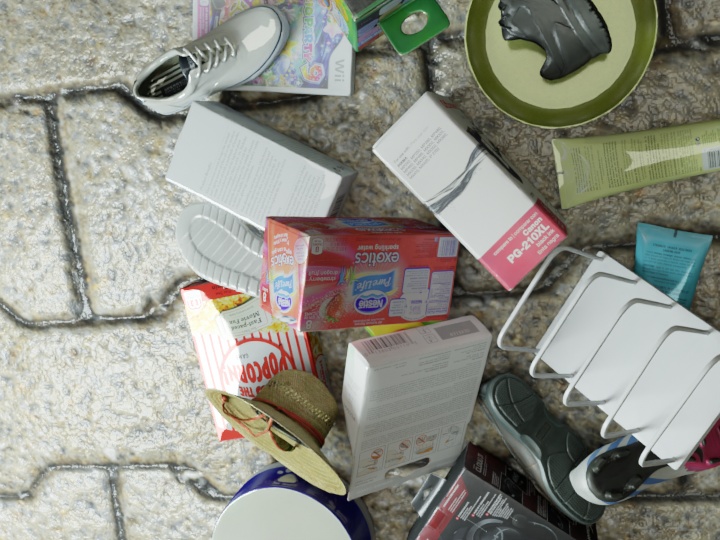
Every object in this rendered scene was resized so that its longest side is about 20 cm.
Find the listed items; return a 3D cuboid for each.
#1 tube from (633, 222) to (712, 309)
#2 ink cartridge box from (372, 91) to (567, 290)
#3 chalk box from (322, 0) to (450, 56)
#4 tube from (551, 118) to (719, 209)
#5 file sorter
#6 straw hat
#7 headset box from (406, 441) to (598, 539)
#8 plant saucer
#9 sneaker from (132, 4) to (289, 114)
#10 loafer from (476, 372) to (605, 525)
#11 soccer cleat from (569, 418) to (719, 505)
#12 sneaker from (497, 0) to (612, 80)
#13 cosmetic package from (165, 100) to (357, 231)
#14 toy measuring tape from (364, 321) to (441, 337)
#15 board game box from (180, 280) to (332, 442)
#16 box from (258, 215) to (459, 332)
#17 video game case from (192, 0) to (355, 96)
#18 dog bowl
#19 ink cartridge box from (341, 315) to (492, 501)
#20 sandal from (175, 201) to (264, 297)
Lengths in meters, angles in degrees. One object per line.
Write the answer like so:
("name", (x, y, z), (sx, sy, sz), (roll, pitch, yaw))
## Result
("tube", (0.323, 0.054, 0.897), (0.077, 0.050, 0.202), (11, 98, 15))
("ink cartridge box", (0.120, -0.089, 0.868), (0.200, 0.145, 0.084), (46, 106, 2))
("chalk box", (0.015, -0.319, 0.853), (0.124, 0.124, 0.201), (-32, 92, 1))
("tube", (0.306, -0.121, 0.869), (0.198, 0.052, 0.059), (-10, 56, 19))
("file sorter", (0.262, 0.085, 0.832), (0.200, 0.124, 0.140), (41, 109, 35))
("straw hat", (-0.076, 0.162, 0.942), (0.200, 0.201, 0.085), (35, 66, 6))
("headset box", (0.154, 0.314, 0.967), (0.199, 0.077, 0.150), (32, 107, 5))
("plant saucer", (0.211, -0.253, 0.874), (0.198, 0.031, 0.202), (2, 100, 14))
("sneaker", (-0.171, -0.235, 0.936), (0.199, 0.071, 0.074), (-29, 92, 18))
("loafer", (0.208, 0.204, 0.953), (0.072, 0.063, 0.201), (-37, 92, -22))
("soccer cleat", (0.321, 0.201, 0.909), (0.198, 0.086, 0.071), (-17, 79, -12))
("sneaker", (0.167, -0.283, 0.829), (0.090, 0.076, 0.201), (-34, 88, 23))
("cosmetic package", (-0.116, -0.112, 0.964), (0.199, 0.071, 0.102), (28, 107, 8))
("toy measuring tape", (0.013, 0.084, 0.958), (0.197, 0.074, 0.074), (3, 101, 2))
("board game box", (-0.124, 0.101, 1.019), (0.150, 0.046, 0.202), (-12, 97, 16))
("box", (0.000, 0.000, 0.884), (0.094, 0.198, 0.104), (23, 111, 52))
("video game case", (-0.102, -0.281, 0.957), (0.198, 0.018, 0.145), (6, 101, 13))
("dog bowl", (-0.084, 0.349, 1.038), (0.198, 0.079, 0.203), (3, 101, 14))
("ink cartridge box", (0.055, 0.155, 0.930), (0.050, 0.159, 0.202), (50, 142, 44))
("sandal", (-0.135, -0.011, 0.964), (0.202, 0.050, 0.083), (30, 91, 22))
